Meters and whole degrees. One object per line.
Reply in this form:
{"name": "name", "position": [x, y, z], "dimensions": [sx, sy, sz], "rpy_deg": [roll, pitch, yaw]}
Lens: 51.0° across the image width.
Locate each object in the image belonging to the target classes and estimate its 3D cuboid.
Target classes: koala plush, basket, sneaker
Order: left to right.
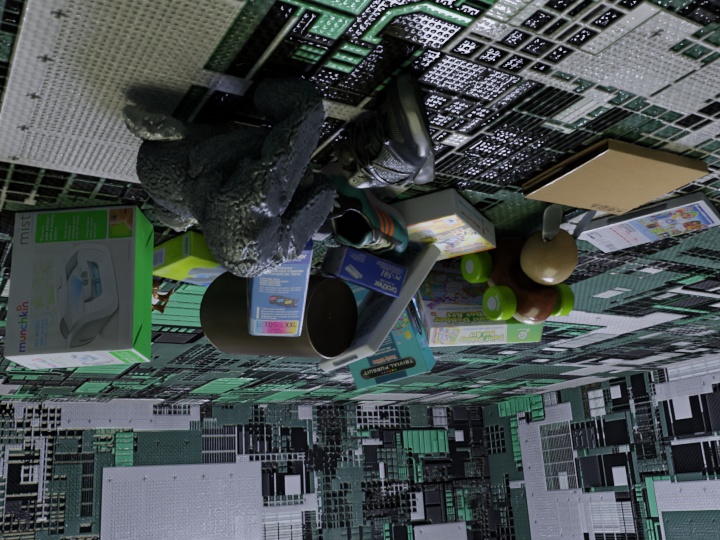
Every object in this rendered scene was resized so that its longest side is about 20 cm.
{"name": "koala plush", "position": [-0.151, -0.097, 0.777], "dimensions": [0.196, 0.185, 0.179], "rpy_deg": [18, 143, 19]}
{"name": "basket", "position": [-0.110, 0.066, 1.132], "dimensions": [0.197, 0.140, 0.178], "rpy_deg": [1, 180, 40]}
{"name": "sneaker", "position": [0.004, -0.057, 1.008], "dimensions": [0.070, 0.082, 0.200], "rpy_deg": [-13, 148, 27]}
{"name": "sneaker", "position": [0.024, -0.139, 0.815], "dimensions": [0.111, 0.078, 0.200], "rpy_deg": [-11, 168, 2]}

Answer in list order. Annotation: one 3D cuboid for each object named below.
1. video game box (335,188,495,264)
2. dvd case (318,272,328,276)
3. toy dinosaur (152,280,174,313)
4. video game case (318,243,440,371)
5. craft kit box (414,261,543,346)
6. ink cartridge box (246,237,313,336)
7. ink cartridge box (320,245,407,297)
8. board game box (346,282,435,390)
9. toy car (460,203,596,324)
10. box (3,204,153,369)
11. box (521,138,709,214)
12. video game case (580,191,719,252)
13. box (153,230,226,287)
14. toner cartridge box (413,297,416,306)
{"name": "video game box", "position": [0.087, -0.056, 1.158], "dimensions": [0.196, 0.048, 0.181], "rpy_deg": [-12, 163, 27]}
{"name": "dvd case", "position": [0.011, 0.019, 1.438], "dimensions": [0.195, 0.016, 0.148], "rpy_deg": [3, 161, -24]}
{"name": "toy dinosaur", "position": [-0.399, 0.038, 1.371], "dimensions": [0.105, 0.061, 0.200], "rpy_deg": [27, 148, -14]}
{"name": "video game case", "position": [0.027, 0.060, 1.158], "dimensions": [0.024, 0.201, 0.181], "rpy_deg": [41, 152, -9]}
{"name": "craft kit box", "position": [0.195, 0.054, 1.319], "dimensions": [0.194, 0.199, 0.049], "rpy_deg": [-2, 125, -8]}
{"name": "ink cartridge box", "position": [-0.106, -0.032, 0.964], "dimensions": [0.074, 0.139, 0.202], "rpy_deg": [1, 138, -13]}
{"name": "ink cartridge box", "position": [0.000, 0.000, 1.121], "dimensions": [0.092, 0.045, 0.200], "rpy_deg": [20, 177, -10]}
{"name": "board game box", "position": [0.029, 0.096, 1.341], "dimensions": [0.148, 0.204, 0.047], "rpy_deg": [-17, -171, 26]}
{"name": "toy car", "position": [0.286, -0.031, 1.203], "dimensions": [0.161, 0.160, 0.202], "rpy_deg": [-2, 137, -31]}
{"name": "box", "position": [-0.384, 0.025, 1.046], "dimensions": [0.172, 0.205, 0.097], "rpy_deg": [-2, 163, -1]}
{"name": "box", "position": [0.347, -0.124, 1.031], "dimensions": [0.196, 0.022, 0.163], "rpy_deg": [6, 160, -29]}
{"name": "video game case", "position": [0.471, -0.075, 1.230], "dimensions": [0.197, 0.018, 0.142], "rpy_deg": [-15, 159, 34]}
{"name": "box", "position": [-0.232, -0.009, 1.237], "dimensions": [0.120, 0.049, 0.198], "rpy_deg": [-17, 158, 38]}
{"name": "toner cartridge box", "position": [0.094, 0.047, 1.447], "dimensions": [0.195, 0.044, 0.095], "rpy_deg": [3, 160, -27]}
